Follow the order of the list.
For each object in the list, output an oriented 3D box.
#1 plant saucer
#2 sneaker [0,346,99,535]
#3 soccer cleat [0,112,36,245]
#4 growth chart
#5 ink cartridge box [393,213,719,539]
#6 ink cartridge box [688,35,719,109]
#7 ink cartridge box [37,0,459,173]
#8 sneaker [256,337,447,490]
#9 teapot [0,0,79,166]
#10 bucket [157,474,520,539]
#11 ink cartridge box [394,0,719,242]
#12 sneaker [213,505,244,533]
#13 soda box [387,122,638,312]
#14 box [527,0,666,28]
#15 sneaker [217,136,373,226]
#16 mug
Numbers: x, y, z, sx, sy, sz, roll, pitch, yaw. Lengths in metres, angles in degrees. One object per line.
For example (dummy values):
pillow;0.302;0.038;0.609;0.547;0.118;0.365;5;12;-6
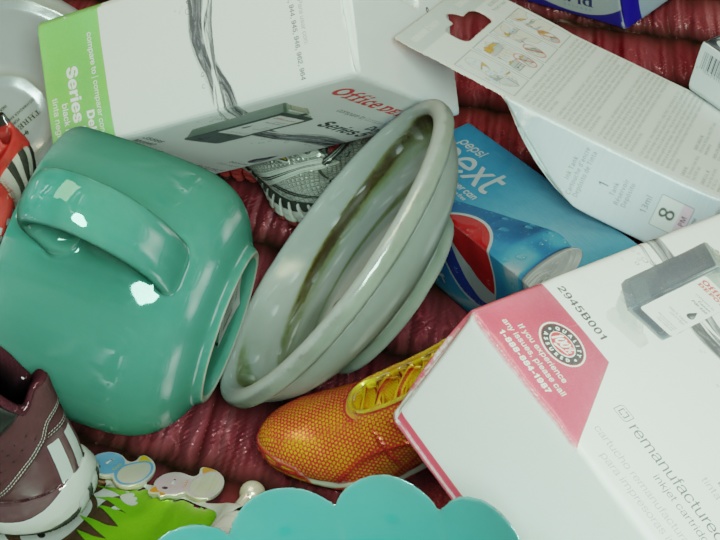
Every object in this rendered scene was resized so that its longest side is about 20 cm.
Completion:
plant saucer;0.000;0.000;0.900;0.200;0.050;0.200;-50;14;18
sneaker;-0.238;0.074;0.834;0.199;0.116;0.076;-5;35;7
soccer cleat;-0.203;-0.016;0.891;0.068;0.085;0.200;-22;24;7
growth chart;-0.160;0.138;0.842;0.199;0.018;0.145;6;38;21
ink cartridge box;0.139;0.066;0.716;0.200;0.085;0.146;-18;62;-41
ink cartridge box;0.304;-0.128;1.014;0.200;0.039;0.099;-24;50;-35
ink cartridge box;-0.062;-0.118;0.960;0.199;0.084;0.145;-12;-8;26
sneaker;0.041;0.061;0.838;0.199;0.077;0.073;-12;36;11
teapot;-0.242;-0.078;1.056;0.199;0.198;0.146;-1;-8;-25
bucket;-0.007;0.194;0.608;0.206;0.135;0.208;-9;41;8
ink cartridge box;0.124;-0.089;0.950;0.199;0.057;0.163;24;26;10
sneaker;0.039;0.135;0.753;0.199;0.073;0.112;19;41;24
soda box;0.091;-0.008;0.933;0.068;0.064;0.200;-25;37;-19
box;0.186;-0.291;1.261;0.184;0.105;0.200;24;49;40
sneaker;-0.048;-0.089;1.066;0.200;0.082;0.078;25;48;38
mug;-0.124;0.015;0.870;0.114;0.152;0.185;20;15;3
